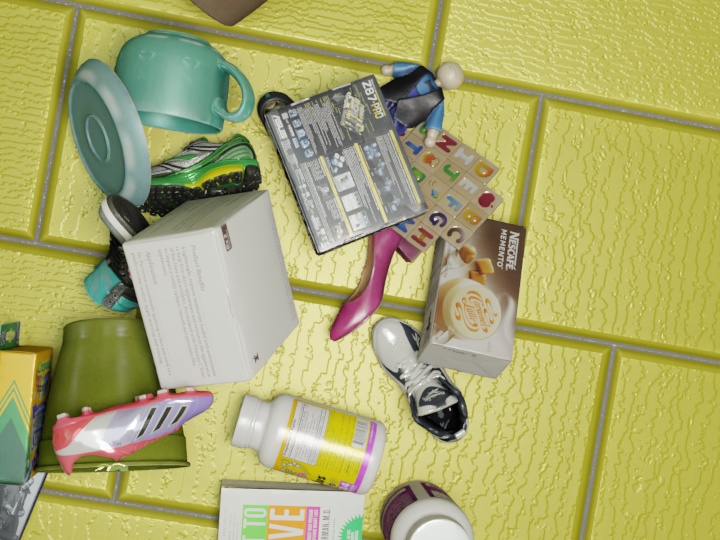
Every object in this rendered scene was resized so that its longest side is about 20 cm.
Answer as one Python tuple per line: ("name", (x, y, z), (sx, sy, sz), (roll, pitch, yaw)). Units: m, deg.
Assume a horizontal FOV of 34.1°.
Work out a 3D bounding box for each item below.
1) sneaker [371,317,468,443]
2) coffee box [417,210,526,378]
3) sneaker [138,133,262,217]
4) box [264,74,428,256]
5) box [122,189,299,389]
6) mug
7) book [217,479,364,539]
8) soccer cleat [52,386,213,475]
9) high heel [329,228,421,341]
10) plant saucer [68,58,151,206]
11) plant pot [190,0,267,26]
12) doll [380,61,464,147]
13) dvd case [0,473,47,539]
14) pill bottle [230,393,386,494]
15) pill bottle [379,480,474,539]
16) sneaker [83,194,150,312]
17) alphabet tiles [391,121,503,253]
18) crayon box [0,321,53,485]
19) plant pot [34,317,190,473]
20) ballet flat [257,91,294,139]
("sneaker", (0.087, 0.152, 1.602), (0.079, 0.130, 0.200), (-27, 92, -5))
("coffee box", (0.153, 0.032, 1.597), (0.114, 0.080, 0.201), (14, 65, -5))
("sneaker", (-0.236, -0.132, 1.612), (0.199, 0.078, 0.085), (-11, 60, 1))
("box", (-0.020, -0.141, 1.563), (0.161, 0.049, 0.201), (-22, 88, -6))
("box", (-0.186, 0.021, 1.512), (0.130, 0.200, 0.200), (-7, 106, 18))
("mug", (-0.235, -0.250, 1.564), (0.184, 0.152, 0.115), (9, 88, -12))
("book", (-0.098, 0.364, 1.634), (0.199, 0.048, 0.134), (3, 94, -7))
("soccer cleat", (-0.273, 0.191, 1.424), (0.199, 0.067, 0.077), (-12, 87, -7))
("high heel", (0.000, 0.000, 1.625), (0.096, 0.067, 0.200), (43, 72, -14))
("plant saucer", (-0.334, -0.175, 1.534), (0.027, 0.200, 0.201), (-22, 92, -32))
("plant pot", (-0.163, -0.428, 1.563), (0.200, 0.200, 0.175), (42, 103, -4))
("doll", (0.060, -0.227, 1.635), (0.200, 0.048, 0.137), (-33, 79, -11))
("dvd case", (-0.499, 0.255, 1.605), (0.150, 0.025, 0.201), (23, 88, -5))
("pill bottle", (-0.072, 0.231, 1.602), (0.199, 0.104, 0.105), (17, 89, -4))
("pill bottle", (0.090, 0.352, 1.568), (0.112, 0.200, 0.113), (0, 90, -5))
("sneaker", (-0.321, -0.013, 1.557), (0.120, 0.200, 0.084), (-28, 49, 6))
("alphabet tiles", (0.089, -0.120, 1.615), (0.200, 0.006, 0.166), (38, 71, 18))
("crayon box", (-0.442, 0.170, 1.534), (0.051, 0.126, 0.201), (4, 90, -5))
("plant pot", (-0.325, 0.165, 1.549), (0.199, 0.200, 0.194), (-1, 79, -5))
("ballet flat", (-0.075, -0.161, 1.618), (0.073, 0.073, 0.200), (-36, 93, -4))
